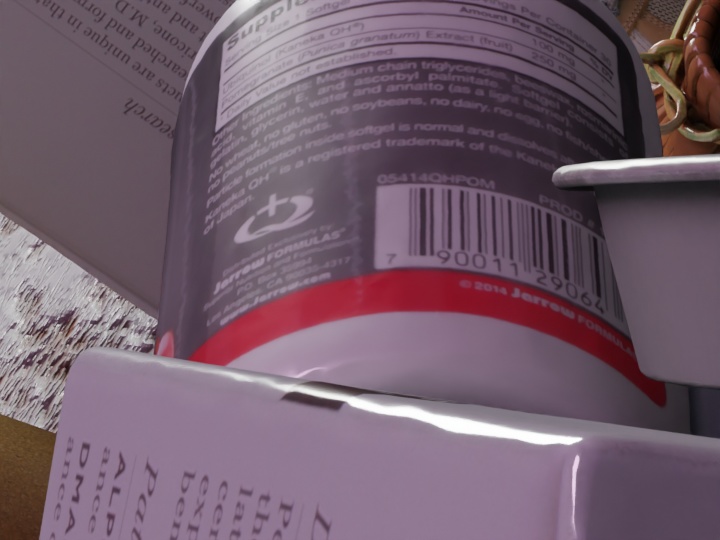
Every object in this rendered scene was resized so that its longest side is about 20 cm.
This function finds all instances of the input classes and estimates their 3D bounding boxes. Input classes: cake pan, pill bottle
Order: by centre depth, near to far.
[{"bbox_3d":[0.132,-0.001,0.477,0.200,0.200,0.037,-178,87,-68],"label":"cake pan"},{"bbox_3d":[0.012,-0.003,0.628,0.111,0.111,0.200,-45,26,31],"label":"pill bottle"}]

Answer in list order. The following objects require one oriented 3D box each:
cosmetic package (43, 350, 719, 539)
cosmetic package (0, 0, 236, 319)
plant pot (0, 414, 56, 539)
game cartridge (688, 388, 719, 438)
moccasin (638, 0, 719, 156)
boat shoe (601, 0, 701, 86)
[{"bbox_3d":[0.047,0.108,0.417,0.200,0.165,0.165,-177,97,-68],"label":"cosmetic package"},{"bbox_3d":[-0.068,-0.116,1.160,0.200,0.165,0.165,-50,19,18],"label":"cosmetic package"},{"bbox_3d":[-0.171,0.112,0.989,0.186,0.200,0.186,-47,22,25],"label":"plant pot"},{"bbox_3d":[0.040,0.081,0.648,0.133,0.040,0.200,-42,28,36],"label":"game cartridge"},{"bbox_3d":[0.108,-0.049,0.744,0.201,0.078,0.074,-25,33,57],"label":"moccasin"},{"bbox_3d":[0.080,-0.104,0.913,0.072,0.076,0.200,-48,20,23],"label":"boat shoe"}]
